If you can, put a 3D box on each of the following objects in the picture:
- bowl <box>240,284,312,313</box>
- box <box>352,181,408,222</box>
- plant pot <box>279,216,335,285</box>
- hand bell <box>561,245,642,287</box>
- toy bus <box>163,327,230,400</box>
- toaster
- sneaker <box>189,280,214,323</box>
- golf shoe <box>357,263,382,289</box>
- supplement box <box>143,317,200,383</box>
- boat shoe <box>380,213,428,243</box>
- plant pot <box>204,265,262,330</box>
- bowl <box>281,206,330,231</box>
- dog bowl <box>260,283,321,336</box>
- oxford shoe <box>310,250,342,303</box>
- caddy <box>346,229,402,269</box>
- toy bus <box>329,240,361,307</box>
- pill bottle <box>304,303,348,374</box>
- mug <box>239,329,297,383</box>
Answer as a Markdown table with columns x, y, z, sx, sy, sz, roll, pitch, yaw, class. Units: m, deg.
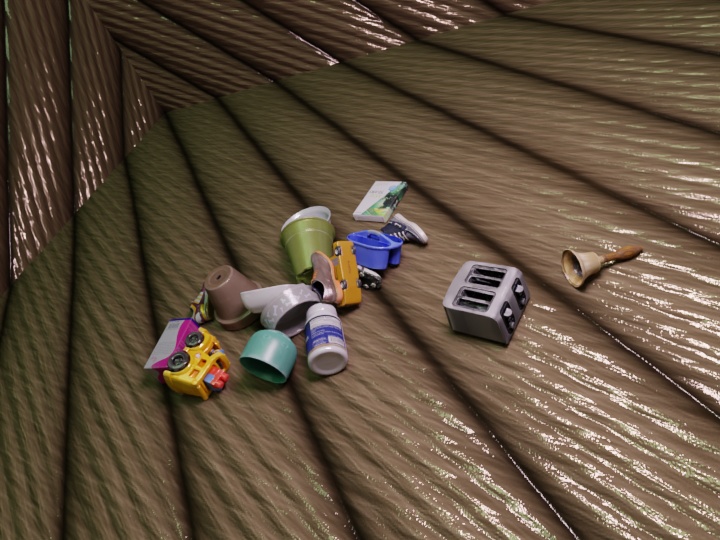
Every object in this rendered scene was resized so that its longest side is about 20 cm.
| x | y | z | sx | sy | sz | roll | pitch | yaw | class |
| --- | --- | --- | --- | --- | --- | --- | --- | --- | --- |
| -0.272 | 0.097 | 1.646 | 0.199 | 0.200 | 0.075 | -9 | 83 | 19 | bowl |
| 0.077 | -0.265 | 1.916 | 0.144 | 0.036 | 0.200 | 7 | 53 | 35 | box |
| -0.172 | -0.050 | 1.736 | 0.200 | 0.200 | 0.190 | -20 | 52 | 10 | plant pot |
| 0.651 | -0.033 | 1.332 | 0.199 | 0.104 | 0.104 | -16 | 40 | -5 | hand bell |
| -0.483 | 0.301 | 1.583 | 0.192 | 0.136 | 0.200 | 12 | 51 | 22 | toy bus |
| 0.331 | 0.080 | 1.350 | 0.200 | 0.119 | 0.181 | 12 | 53 | 37 | toaster |
| -0.593 | 0.113 | 1.871 | 0.090 | 0.075 | 0.200 | -18 | 40 | 4 | sneaker |
| 0.000 | 0.000 | 1.657 | 0.200 | 0.077 | 0.088 | 17 | 49 | 39 | golf shoe |
| -0.624 | 0.272 | 1.703 | 0.101 | 0.103 | 0.200 | -6 | 44 | 23 | supplement box |
| 0.147 | -0.120 | 1.708 | 0.093 | 0.075 | 0.200 | -40 | 33 | -4 | boat shoe |
| -0.452 | 0.081 | 1.749 | 0.200 | 0.175 | 0.201 | -16 | 43 | 15 | plant pot |
| -0.191 | -0.149 | 1.898 | 0.201 | 0.090 | 0.201 | -17 | 36 | 12 | bowl |
| -0.208 | 0.131 | 1.552 | 0.200 | 0.200 | 0.059 | -35 | 63 | -8 | dog bowl |
| -0.123 | 0.016 | 1.568 | 0.073 | 0.071 | 0.200 | -3 | 49 | -33 | oxford shoe |
| 0.046 | -0.081 | 1.649 | 0.200 | 0.105 | 0.141 | 19 | 28 | 41 | caddy |
| -0.049 | 0.011 | 1.583 | 0.078 | 0.065 | 0.201 | -22 | 75 | 55 | toy bus |
| -0.105 | 0.196 | 1.478 | 0.115 | 0.116 | 0.200 | -22 | 40 | 7 | pill bottle |
| -0.279 | 0.245 | 1.493 | 0.185 | 0.152 | 0.115 | 4 | 53 | 28 | mug |
